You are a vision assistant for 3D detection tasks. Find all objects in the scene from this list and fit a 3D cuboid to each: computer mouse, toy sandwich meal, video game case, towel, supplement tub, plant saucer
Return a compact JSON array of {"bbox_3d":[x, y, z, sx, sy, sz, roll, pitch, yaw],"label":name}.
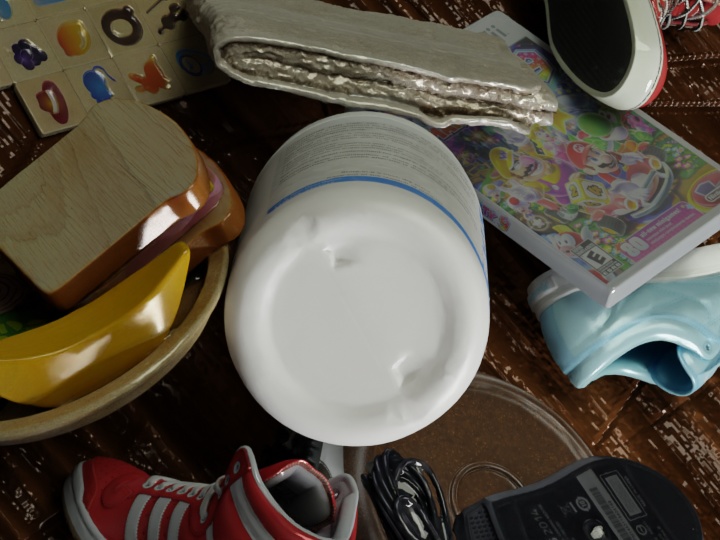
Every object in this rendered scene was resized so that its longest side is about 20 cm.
[{"bbox_3d":[0.093,0.148,1.544,0.199,0.053,0.139,-7,55,-41],"label":"computer mouse"},{"bbox_3d":[-0.150,0.002,1.461,0.206,0.204,0.071,-59,138,-41],"label":"toy sandwich meal"},{"bbox_3d":[0.109,-0.068,1.724,0.200,0.018,0.143,37,46,23],"label":"video game case"},{"bbox_3d":[0.004,-0.118,1.665,0.199,0.035,0.133,11,16,-14],"label":"towel"},{"bbox_3d":[0.000,0.000,1.525,0.132,0.132,0.200,34,14,-7],"label":"supplement tub"},{"bbox_3d":[0.065,0.132,1.601,0.199,0.035,0.201,16,52,-22],"label":"plant saucer"}]

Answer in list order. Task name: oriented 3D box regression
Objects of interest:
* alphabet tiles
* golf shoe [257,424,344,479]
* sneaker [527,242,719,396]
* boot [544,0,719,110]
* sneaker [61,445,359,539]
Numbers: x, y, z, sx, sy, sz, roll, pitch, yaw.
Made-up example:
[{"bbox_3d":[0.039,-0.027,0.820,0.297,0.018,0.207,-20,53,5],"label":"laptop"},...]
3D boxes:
[{"bbox_3d":[-0.163,-0.158,1.673,0.199,0.006,0.167,-19,72,-38],"label":"alphabet tiles"},{"bbox_3d":[-0.019,0.166,1.507,0.094,0.078,0.201,20,61,-25],"label":"golf shoe"},{"bbox_3d":[0.191,0.034,1.721,0.199,0.074,0.082,-7,68,-23],"label":"sneaker"},{"bbox_3d":[0.179,-0.155,1.805,0.144,0.073,0.201,19,32,-29],"label":"boot"},{"bbox_3d":[-0.069,0.115,1.430,0.071,0.113,0.200,16,18,-39],"label":"sneaker"}]
